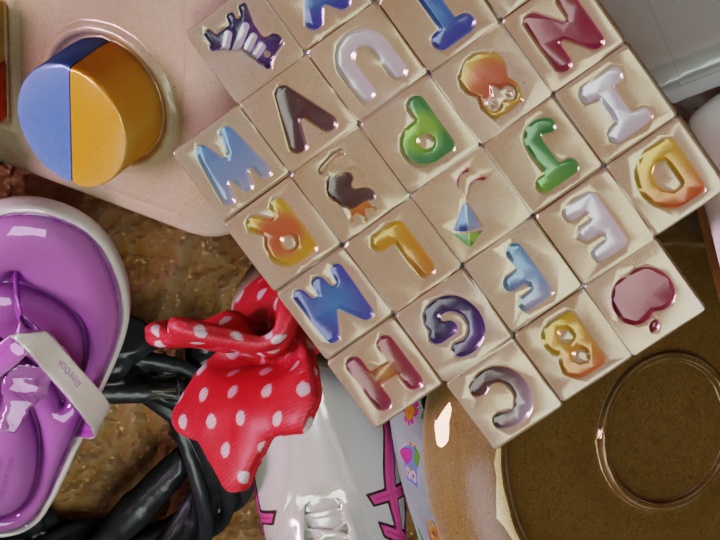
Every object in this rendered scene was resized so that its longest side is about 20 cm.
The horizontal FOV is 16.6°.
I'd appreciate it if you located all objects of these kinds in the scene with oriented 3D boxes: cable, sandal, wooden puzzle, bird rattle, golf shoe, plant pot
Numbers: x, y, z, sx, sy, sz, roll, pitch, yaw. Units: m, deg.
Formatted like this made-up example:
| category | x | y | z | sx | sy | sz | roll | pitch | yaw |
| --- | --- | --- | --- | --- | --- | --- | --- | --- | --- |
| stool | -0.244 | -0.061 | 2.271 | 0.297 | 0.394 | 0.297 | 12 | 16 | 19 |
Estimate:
| category | x | y | z | sx | sy | sz | roll | pitch | yaw |
| --- | --- | --- | --- | --- | --- | --- | --- | --- | --- |
| cable | -0.153 | 0.086 | 1.142 | 0.198 | 0.051 | 0.164 | -9 | 133 | 0 |
| sandal | -0.140 | 0.053 | 1.041 | 0.082 | 0.050 | 0.203 | 0 | 135 | -14 |
| wooden puzzle | -0.132 | -0.112 | 0.953 | 0.199 | 0.046 | 0.186 | 17 | 125 | 19 |
| bird rattle | 0.000 | 0.000 | 1.037 | 0.200 | 0.163 | 0.113 | -44 | 100 | 8 |
| golf shoe | -0.008 | 0.131 | 1.170 | 0.072 | 0.092 | 0.201 | -12 | 124 | -2 |
| plant pot | 0.119 | 0.063 | 0.998 | 0.199 | 0.027 | 0.202 | -4 | 98 | -26 |

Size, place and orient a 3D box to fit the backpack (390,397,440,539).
| category | x | y | z | sx | sy | sz | roll | pitch | yaw |
| --- | --- | --- | --- | --- | --- | --- | --- | --- | --- |
| backpack | 0.078 | 0.083 | 1.129 | 0.126 | 0.168 | 0.201 | -8 | 135 | 5 |

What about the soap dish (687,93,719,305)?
| category | x | y | z | sx | sy | sz | roll | pitch | yaw |
| --- | --- | --- | --- | --- | --- | --- | --- | --- | --- |
| soap dish | 0.227 | -0.034 | 0.924 | 0.199 | 0.158 | 0.081 | -28 | 128 | 19 |

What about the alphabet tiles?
| category | x | y | z | sx | sy | sz | roll | pitch | yaw |
| --- | --- | --- | --- | --- | --- | --- | --- | --- | --- |
| alphabet tiles | 0.032 | -0.038 | 0.920 | 0.166 | 0.006 | 0.200 | -34 | 100 | 15 |

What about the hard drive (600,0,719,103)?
| category | x | y | z | sx | sy | sz | roll | pitch | yaw |
| --- | --- | --- | --- | --- | --- | --- | --- | --- | --- |
| hard drive | 0.183 | -0.155 | 0.992 | 0.199 | 0.133 | 0.026 | -21 | 152 | 4 |

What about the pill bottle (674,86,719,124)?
| category | x | y | z | sx | sy | sz | roll | pitch | yaw |
| --- | --- | --- | --- | --- | --- | --- | --- | --- | --- |
| pill bottle | 0.204 | -0.048 | 1.073 | 0.119 | 0.120 | 0.200 | -30 | 125 | 9 |
